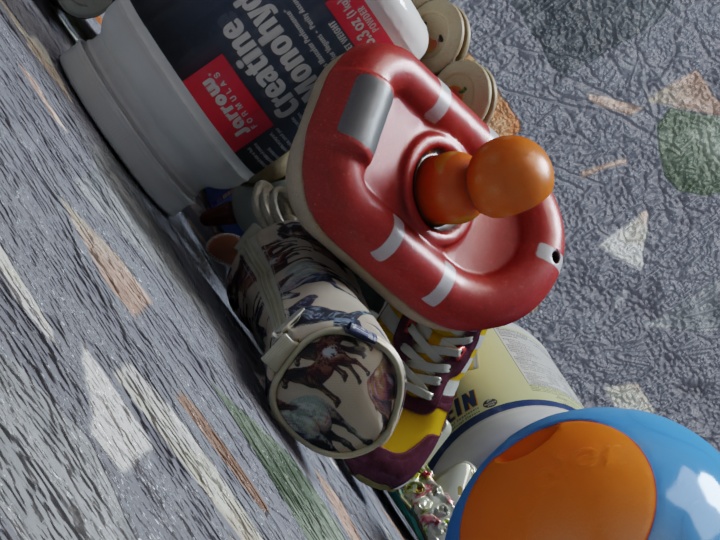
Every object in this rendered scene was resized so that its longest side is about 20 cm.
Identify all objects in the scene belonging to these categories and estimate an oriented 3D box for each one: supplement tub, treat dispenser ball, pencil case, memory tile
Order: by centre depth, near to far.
[{"bbox_3d":[-0.030,0.034,1.534,0.089,0.078,0.200,52,4,-23],"label":"pencil case"},{"bbox_3d":[0.151,0.184,1.594,0.201,0.201,0.201,55,3,-4],"label":"treat dispenser ball"},{"bbox_3d":[-0.071,-0.140,1.619,0.140,0.200,0.140,55,3,-4],"label":"supplement tub"},{"bbox_3d":[0.006,-0.140,1.694,0.017,0.153,0.200,16,43,-47],"label":"memory tile"},{"bbox_3d":[0.093,0.123,1.917,0.145,0.145,0.200,54,3,-31],"label":"supplement tub"}]

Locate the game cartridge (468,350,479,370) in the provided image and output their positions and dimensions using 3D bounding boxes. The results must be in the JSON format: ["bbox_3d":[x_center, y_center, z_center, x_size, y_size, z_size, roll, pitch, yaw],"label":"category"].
[{"bbox_3d":[0.036,-0.039,1.864,0.176,0.032,0.200,-157,-119,-70],"label":"game cartridge"}]

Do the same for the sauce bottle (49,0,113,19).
[{"bbox_3d":[-0.194,-0.210,1.799,0.065,0.065,0.200,55,5,-16],"label":"sauce bottle"}]

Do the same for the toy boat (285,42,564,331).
[{"bbox_3d":[0.060,-0.049,1.547,0.131,0.131,0.200,-5,-34,42],"label":"toy boat"}]

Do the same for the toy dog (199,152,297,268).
[{"bbox_3d":[-0.062,-0.013,1.724,0.132,0.096,0.200,58,16,-20],"label":"toy dog"}]

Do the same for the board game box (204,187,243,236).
[{"bbox_3d":[-0.063,-0.022,1.991,0.152,0.045,0.200,55,2,-17],"label":"board game box"}]

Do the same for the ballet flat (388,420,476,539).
[{"bbox_3d":[0.041,0.132,1.758,0.200,0.064,0.076,57,1,22],"label":"ballet flat"}]

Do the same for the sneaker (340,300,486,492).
[{"bbox_3d":[0.041,0.043,1.653,0.075,0.200,0.090,25,-32,-8],"label":"sneaker"}]

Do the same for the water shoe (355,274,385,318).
[{"bbox_3d":[0.000,0.000,1.809,0.200,0.079,0.071,26,5,38],"label":"water shoe"}]
